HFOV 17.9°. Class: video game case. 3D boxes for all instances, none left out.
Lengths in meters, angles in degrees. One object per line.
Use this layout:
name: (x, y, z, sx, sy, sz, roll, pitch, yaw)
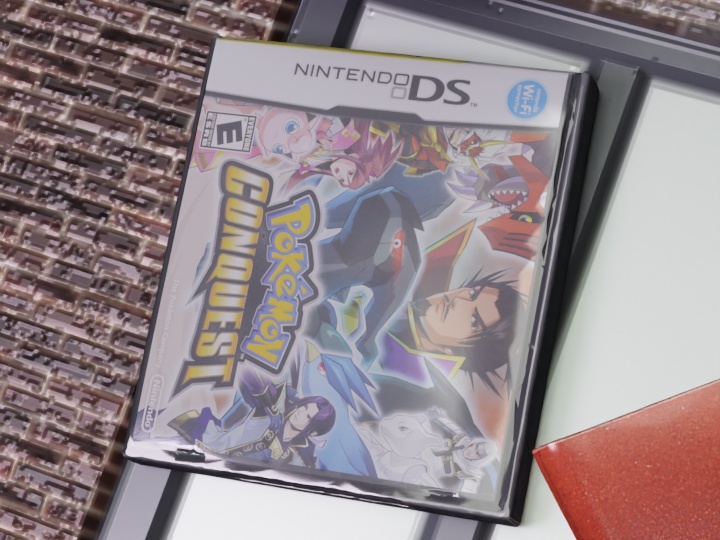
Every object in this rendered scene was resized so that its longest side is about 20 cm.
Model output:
video game case: (0.000, 0.000, 1.010, 0.180, 0.026, 0.201, 8, 78, 18)

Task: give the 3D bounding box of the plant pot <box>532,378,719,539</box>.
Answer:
plant pot: (0.196, 0.113, 0.842, 0.199, 0.200, 0.177, -21, 82, 10)
